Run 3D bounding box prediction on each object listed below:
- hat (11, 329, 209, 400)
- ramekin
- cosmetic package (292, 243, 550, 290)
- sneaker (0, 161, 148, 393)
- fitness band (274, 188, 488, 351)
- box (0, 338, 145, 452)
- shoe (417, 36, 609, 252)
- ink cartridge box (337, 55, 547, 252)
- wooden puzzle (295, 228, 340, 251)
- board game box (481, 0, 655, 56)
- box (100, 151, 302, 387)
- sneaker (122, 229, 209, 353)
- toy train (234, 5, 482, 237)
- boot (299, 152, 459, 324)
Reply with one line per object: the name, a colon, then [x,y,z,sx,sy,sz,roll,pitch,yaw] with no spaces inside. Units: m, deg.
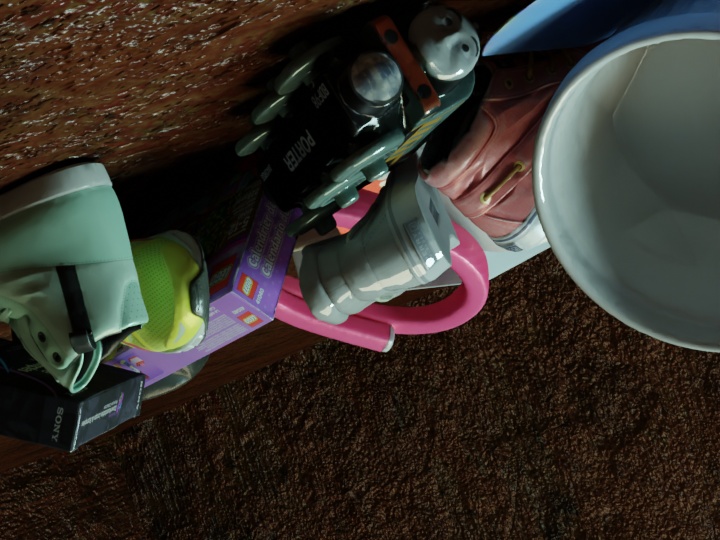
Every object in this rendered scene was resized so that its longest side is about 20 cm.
hat: [-0.183,0.059,1.128,0.198,0.082,0.201,-6,-158,3]
ramekin: [0.204,-0.065,0.771,0.199,0.201,0.105,-26,-162,38]
cosmetic package: [0.063,-0.025,1.183,0.198,0.052,0.150,-7,-170,40]
sneaker: [-0.219,0.028,0.814,0.199,0.119,0.074,-23,175,19]
fitness band: [0.000,0.000,1.033,0.198,0.038,0.144,17,141,-16]
box: [-0.251,0.067,0.883,0.198,0.037,0.143,14,-176,5]
shoe: [0.116,-0.118,0.858,0.201,0.091,0.071,-58,-152,-4]
ink cartridge box: [0.070,-0.066,0.987,0.198,0.050,0.163,-25,137,7]
wooden puzzle: [0.053,-0.076,1.171,0.199,0.047,0.184,-24,-172,-42]
board game box: [0.148,-0.172,0.744,0.157,0.039,0.199,-28,172,39]
box: [-0.115,0.001,0.957,0.039,0.138,0.199,35,140,-26]
sneaker: [-0.172,0.014,0.875,0.090,0.079,0.199,-4,-174,-44]
toy train: [-0.001,-0.089,0.790,0.113,0.086,0.200,-33,177,-22]
boot: [0.007,-0.021,0.885,0.095,0.074,0.200,-26,-175,10]
